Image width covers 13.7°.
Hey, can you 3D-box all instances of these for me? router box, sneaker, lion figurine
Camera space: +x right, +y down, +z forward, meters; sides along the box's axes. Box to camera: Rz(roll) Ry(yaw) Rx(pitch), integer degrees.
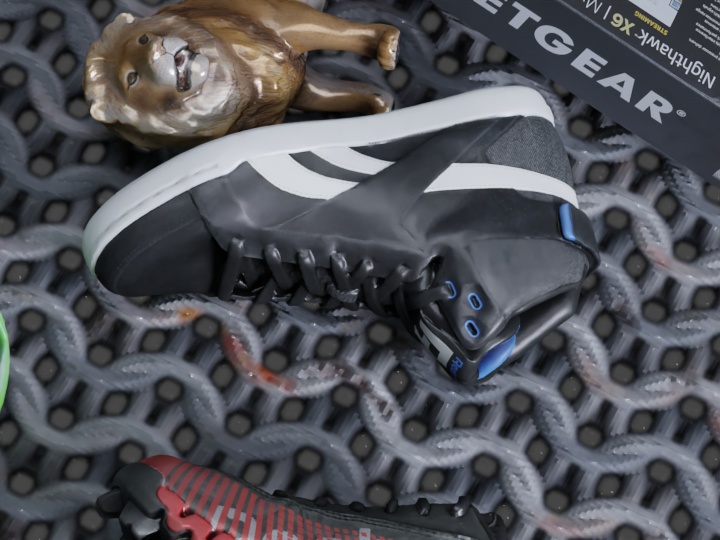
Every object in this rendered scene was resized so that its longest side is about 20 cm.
[{"bbox_3d":[0.113,-0.148,1.228,0.200,0.052,0.158,33,60,-8],"label":"router box"},{"bbox_3d":[0.000,0.000,1.168,0.199,0.073,0.112,-16,64,-13],"label":"sneaker"},{"bbox_3d":[-0.036,-0.125,1.238,0.122,0.073,0.200,11,52,6],"label":"lion figurine"},{"bbox_3d":[0.000,0.117,1.111,0.200,0.071,0.098,31,65,9],"label":"sneaker"}]

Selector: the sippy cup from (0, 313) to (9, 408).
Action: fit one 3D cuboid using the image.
[{"bbox_3d":[-0.230,0.022,1.115,0.177,0.140,0.131,21,74,20],"label":"sippy cup"}]
